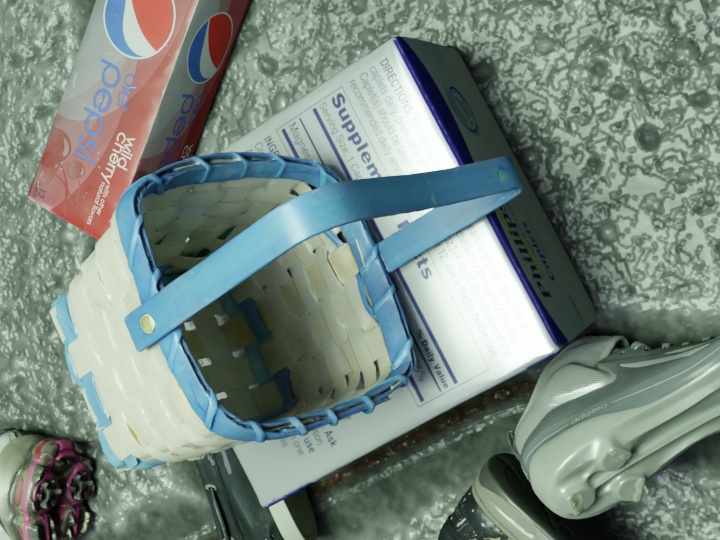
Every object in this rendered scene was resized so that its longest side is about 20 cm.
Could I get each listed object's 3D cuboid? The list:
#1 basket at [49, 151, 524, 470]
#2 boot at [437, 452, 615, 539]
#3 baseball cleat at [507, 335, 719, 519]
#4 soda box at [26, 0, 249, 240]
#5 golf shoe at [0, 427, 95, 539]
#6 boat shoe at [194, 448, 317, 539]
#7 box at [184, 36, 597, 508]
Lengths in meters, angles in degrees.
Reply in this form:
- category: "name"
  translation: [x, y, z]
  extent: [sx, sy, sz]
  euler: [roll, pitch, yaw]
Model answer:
- category: "basket"
  translation: [-0.037, 0.006, 0.637]
  extent: [0.199, 0.176, 0.140]
  euler: [-27, 81, 34]
- category: "boot"
  translation: [0.099, 0.219, 0.743]
  extent: [0.204, 0.073, 0.154]
  euler: [46, 114, 13]
- category: "baseball cleat"
  translation: [0.169, 0.051, 0.727]
  extent: [0.199, 0.107, 0.070]
  euler: [-26, 124, -3]
- category: "soda box"
  translation: [-0.128, -0.119, 0.835]
  extent: [0.070, 0.063, 0.201]
  euler: [28, 106, 18]
- category: "golf shoe"
  translation: [-0.233, 0.205, 0.913]
  extent: [0.091, 0.072, 0.202]
  euler: [6, 88, 28]
- category: "boat shoe"
  translation: [-0.096, 0.086, 0.839]
  extent: [0.066, 0.075, 0.200]
  euler: [-26, 95, 11]
- category: "box"
  translation: [0.000, 0.000, 0.772]
  extent: [0.199, 0.105, 0.185]
  euler: [-30, 84, 23]
